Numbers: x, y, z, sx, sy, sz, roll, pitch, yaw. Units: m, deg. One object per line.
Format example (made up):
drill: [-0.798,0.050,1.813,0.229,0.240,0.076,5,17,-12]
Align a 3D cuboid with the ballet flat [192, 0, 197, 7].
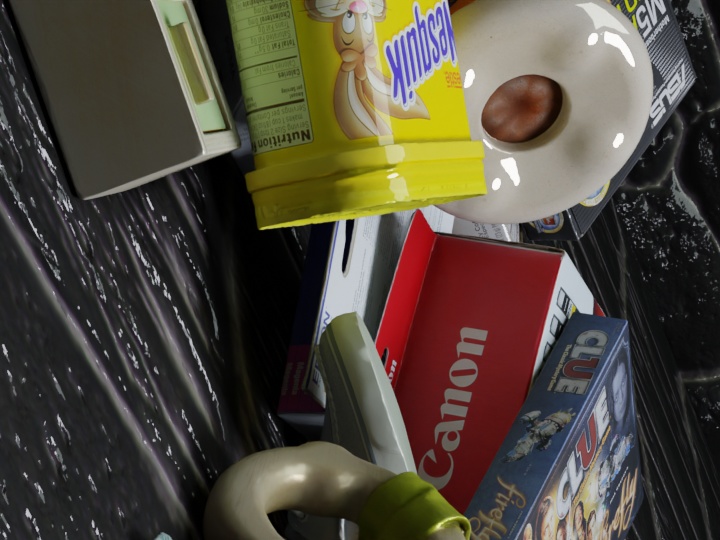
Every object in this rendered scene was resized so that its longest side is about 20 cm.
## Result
ballet flat: [-0.130,-0.216,1.129,0.075,0.067,0.201,-119,-168,-69]

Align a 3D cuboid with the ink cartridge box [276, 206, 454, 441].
ink cartridge box: [0.000,0.000,1.255,0.200,0.043,0.198,48,49,-62]

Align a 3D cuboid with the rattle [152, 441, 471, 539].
rattle: [-0.040,0.165,1.005,0.130,0.143,0.200,40,28,4]

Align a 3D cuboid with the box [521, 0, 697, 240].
box: [0.147,-0.142,1.526,0.200,0.044,0.161,-50,126,-40]

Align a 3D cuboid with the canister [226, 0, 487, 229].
canister: [-0.009,-0.127,1.096,0.148,0.086,0.201,-9,90,-65]

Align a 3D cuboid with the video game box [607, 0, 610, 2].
video game box: [0.060,-0.222,1.404,0.181,0.047,0.201,-3,69,-34]

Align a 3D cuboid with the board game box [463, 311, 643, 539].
board game box: [0.102,0.137,1.217,0.200,0.034,0.136,-56,146,-44]

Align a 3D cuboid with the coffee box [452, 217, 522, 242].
coffee box: [0.019,-0.085,1.468,0.080,0.114,0.201,-81,151,-67]

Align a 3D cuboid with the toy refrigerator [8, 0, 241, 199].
toy refrigerator: [-0.119,-0.139,1.019,0.076,0.070,0.201,-26,98,-79]

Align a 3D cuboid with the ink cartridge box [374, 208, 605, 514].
ink cartridge box: [0.063,0.090,1.261,0.176,0.083,0.201,48,54,-63]

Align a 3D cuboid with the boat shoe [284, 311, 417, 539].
boat shoe: [-0.004,0.124,1.126,0.070,0.071,0.202,-81,159,-83]

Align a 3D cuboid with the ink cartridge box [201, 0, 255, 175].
ink cartridge box: [-0.075,-0.154,1.230,0.200,0.057,0.163,54,21,-61]

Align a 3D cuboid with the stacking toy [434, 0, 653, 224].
stacking toy: [0.067,-0.134,1.263,0.146,0.146,0.200,61,5,-39]
